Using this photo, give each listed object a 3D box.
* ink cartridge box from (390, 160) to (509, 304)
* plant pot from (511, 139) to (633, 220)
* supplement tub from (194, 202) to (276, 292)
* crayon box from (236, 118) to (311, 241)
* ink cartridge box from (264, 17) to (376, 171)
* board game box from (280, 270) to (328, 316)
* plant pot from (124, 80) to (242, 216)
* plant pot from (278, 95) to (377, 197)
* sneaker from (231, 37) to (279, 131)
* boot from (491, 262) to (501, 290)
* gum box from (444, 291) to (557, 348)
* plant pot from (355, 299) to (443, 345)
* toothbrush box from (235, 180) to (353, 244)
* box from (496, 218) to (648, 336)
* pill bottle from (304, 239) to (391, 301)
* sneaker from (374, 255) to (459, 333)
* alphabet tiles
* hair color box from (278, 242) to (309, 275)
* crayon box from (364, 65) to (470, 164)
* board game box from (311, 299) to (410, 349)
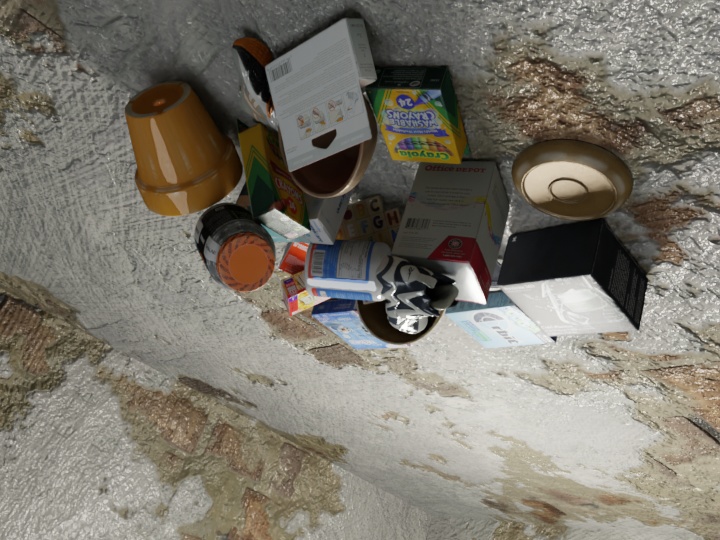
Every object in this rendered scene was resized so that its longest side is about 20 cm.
[{"bbox_3d":[0.162,-0.070,1.320,0.143,0.202,0.145,6,153,27],"label":"ink cartridge box"},{"bbox_3d":[0.345,-0.140,1.256,0.197,0.028,0.201,17,153,9],"label":"plant pot"},{"bbox_3d":[-0.217,-0.040,1.321,0.122,0.123,0.200,33,-177,-26],"label":"supplement tub"},{"bbox_3d":[-0.153,-0.168,1.333,0.050,0.203,0.127,-21,157,19],"label":"crayon box"},{"bbox_3d":[-0.055,-0.261,1.155,0.043,0.176,0.198,-15,-179,-44],"label":"ink cartridge box"},{"bbox_3d":[-0.076,0.022,1.668,0.198,0.047,0.152,-24,166,-10],"label":"board game box"},{"bbox_3d":[-0.336,-0.234,1.390,0.197,0.201,0.185,7,135,24],"label":"plant pot"},{"bbox_3d":[-0.038,-0.223,1.240,0.199,0.204,0.092,-9,-178,44],"label":"plant pot"},{"bbox_3d":[-0.180,-0.302,1.266,0.091,0.076,0.201,12,151,26],"label":"sneaker"},{"bbox_3d":[0.213,-0.025,1.507,0.197,0.074,0.090,21,159,-1],"label":"boot"},{"bbox_3d":[0.320,0.113,1.726,0.169,0.045,0.199,38,149,-31],"label":"gum box"},{"bbox_3d":[0.110,0.054,1.609,0.184,0.190,0.200,9,-176,21],"label":"plant pot"},{"bbox_3d":[-0.127,-0.136,1.453,0.197,0.148,0.086,6,151,28],"label":"toothbrush box"},{"bbox_3d":[0.396,0.020,1.415,0.198,0.125,0.196,-9,139,45],"label":"box"},{"bbox_3d":[0.000,0.000,1.446,0.197,0.114,0.113,5,151,10],"label":"pill bottle"},{"bbox_3d":[0.111,0.057,1.275,0.128,0.080,0.200,16,147,31],"label":"sneaker"},{"bbox_3d":[0.022,-0.039,1.510,0.165,0.203,0.006,-13,-178,32],"label":"alphabet tiles"},{"bbox_3d":[-0.110,-0.074,1.598,0.063,0.112,0.200,22,154,-8],"label":"hair color box"},{"bbox_3d":[0.097,-0.236,1.219,0.124,0.052,0.201,7,151,24],"label":"crayon box"},{"bbox_3d":[0.005,0.143,2.001,0.198,0.044,0.199,-8,144,43],"label":"board game box"}]
